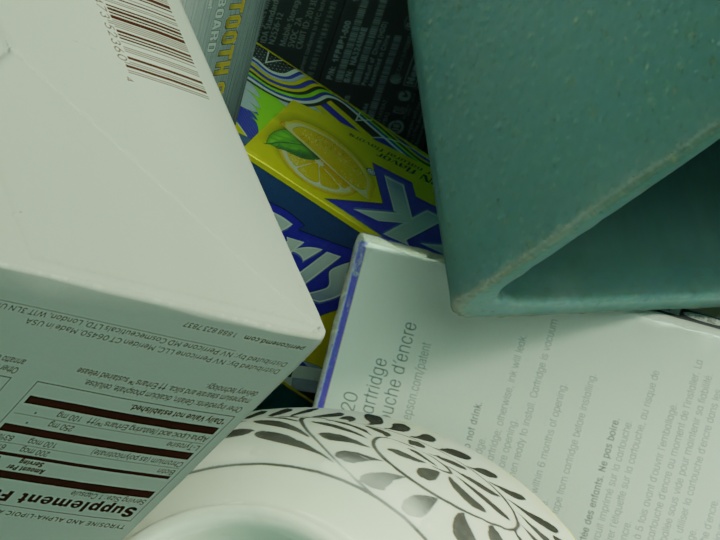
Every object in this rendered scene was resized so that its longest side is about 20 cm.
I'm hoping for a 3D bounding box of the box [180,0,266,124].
[{"bbox_3d":[-0.122,-0.095,0.851,0.200,0.159,0.048,23,19,26],"label":"box"}]

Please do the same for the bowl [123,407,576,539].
[{"bbox_3d":[-0.027,0.115,0.760,0.200,0.094,0.201,-3,67,8],"label":"bowl"}]

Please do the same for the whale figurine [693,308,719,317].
[{"bbox_3d":[0.156,0.004,1.009,0.159,0.104,0.200,11,43,3],"label":"whale figurine"}]

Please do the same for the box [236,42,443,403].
[{"bbox_3d":[0.000,0.000,0.906,0.200,0.064,0.070,34,29,-5],"label":"box"}]

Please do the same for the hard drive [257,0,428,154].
[{"bbox_3d":[-0.045,-0.085,0.941,0.200,0.140,0.033,9,36,-16],"label":"hard drive"}]

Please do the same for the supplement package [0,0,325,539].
[{"bbox_3d":[-0.148,-0.006,0.732,0.147,0.200,0.191,15,41,-43],"label":"supplement package"}]

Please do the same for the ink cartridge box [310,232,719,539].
[{"bbox_3d":[0.071,0.107,0.849,0.200,0.043,0.198,16,94,5],"label":"ink cartridge box"}]

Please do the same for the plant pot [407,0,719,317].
[{"bbox_3d":[0.125,-0.117,0.794,0.196,0.196,0.200,-2,68,-36],"label":"plant pot"}]
